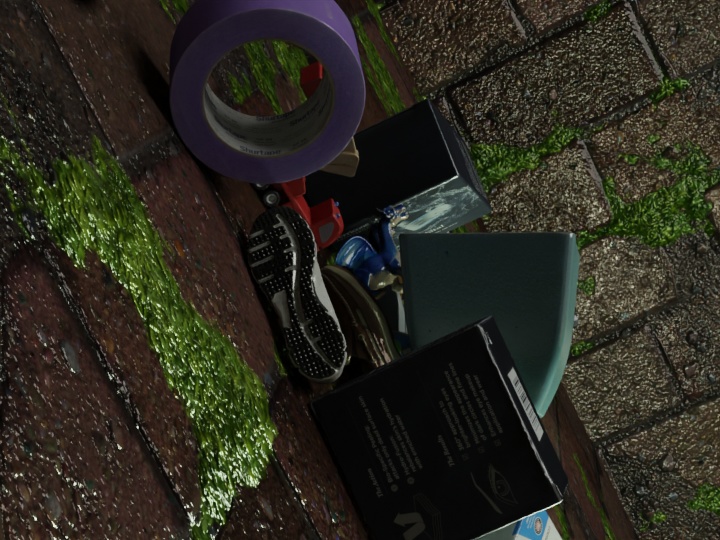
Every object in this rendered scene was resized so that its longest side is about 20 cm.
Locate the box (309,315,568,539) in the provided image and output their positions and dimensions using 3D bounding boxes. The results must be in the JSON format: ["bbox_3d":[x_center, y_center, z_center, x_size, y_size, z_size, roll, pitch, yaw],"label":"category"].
[{"bbox_3d":[0.084,0.178,1.555,0.198,0.199,0.117,65,12,2],"label":"box"}]

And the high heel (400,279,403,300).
[{"bbox_3d":[0.106,-0.007,2.203,0.201,0.142,0.071,69,12,20],"label":"high heel"}]

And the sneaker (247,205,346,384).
[{"bbox_3d":[-0.067,0.030,1.563,0.080,0.073,0.201,77,-3,-72],"label":"sneaker"}]

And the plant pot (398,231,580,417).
[{"bbox_3d":[0.150,0.069,1.713,0.196,0.195,0.202,35,56,-78],"label":"plant pot"}]

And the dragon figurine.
[{"bbox_3d":[0.000,0.000,1.816,0.099,0.200,0.059,41,-29,19],"label":"dragon figurine"}]

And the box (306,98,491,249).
[{"bbox_3d":[0.046,-0.110,1.980,0.118,0.196,0.200,69,12,18],"label":"box"}]

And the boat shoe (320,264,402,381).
[{"bbox_3d":[-0.004,0.087,1.670,0.075,0.075,0.203,-25,75,-37],"label":"boat shoe"}]

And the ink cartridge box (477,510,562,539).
[{"bbox_3d":[0.197,0.388,1.806,0.201,0.085,0.147,58,38,-25],"label":"ink cartridge box"}]

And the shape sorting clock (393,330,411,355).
[{"bbox_3d":[0.063,0.164,1.757,0.199,0.039,0.201,24,53,-36],"label":"shape sorting clock"}]

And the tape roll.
[{"bbox_3d":[-0.096,-0.195,1.535,0.200,0.199,0.085,57,14,-34],"label":"tape roll"}]

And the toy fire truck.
[{"bbox_3d":[-0.054,-0.124,1.726,0.201,0.140,0.049,58,13,-27],"label":"toy fire truck"}]

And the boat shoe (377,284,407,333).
[{"bbox_3d":[0.043,0.095,1.873,0.086,0.074,0.203,28,40,-71],"label":"boat shoe"}]
